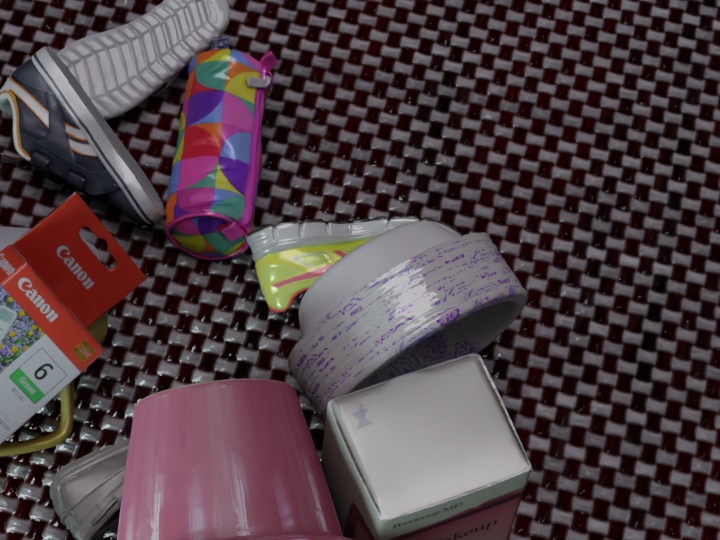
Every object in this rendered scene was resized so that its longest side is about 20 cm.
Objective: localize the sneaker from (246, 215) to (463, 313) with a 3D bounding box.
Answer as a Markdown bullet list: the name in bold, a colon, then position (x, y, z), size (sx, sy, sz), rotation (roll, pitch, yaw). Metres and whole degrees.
- **sneaker**: position (0.000, 0.000, 1.600), size (0.200, 0.078, 0.090), rotation (-4, 83, -11)

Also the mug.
- **mug**: position (-0.297, 0.044, 1.527), size (0.153, 0.187, 0.149), rotation (-6, 28, -18)

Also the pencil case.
- **pencil case**: position (-0.127, -0.111, 1.639), size (0.088, 0.088, 0.200), rotation (6, 62, -1)

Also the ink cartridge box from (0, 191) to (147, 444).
- **ink cartridge box**: position (-0.266, 0.044, 1.433), size (0.200, 0.109, 0.050), rotation (-41, 33, -8)

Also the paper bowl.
- **paper bowl**: position (0.030, 0.036, 1.492), size (0.201, 0.201, 0.104), rotation (-28, 75, -19)

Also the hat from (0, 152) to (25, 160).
- **hat**: position (-0.443, -0.166, 1.671), size (0.176, 0.166, 0.200), rotation (2, 66, -48)

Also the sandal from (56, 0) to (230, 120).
- **sandal**: position (-0.211, -0.196, 1.704), size (0.203, 0.050, 0.082), rotation (-29, 81, -6)

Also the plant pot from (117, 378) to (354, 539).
- **plant pot**: position (-0.103, 0.184, 1.384), size (0.200, 0.200, 0.179), rotation (-5, 74, -7)

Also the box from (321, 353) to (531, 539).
- **box**: position (0.046, 0.172, 1.420), size (0.128, 0.200, 0.109), rotation (-18, 62, -14)

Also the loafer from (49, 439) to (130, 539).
- **loafer**: position (-0.157, 0.161, 1.492), size (0.200, 0.070, 0.070), rotation (-28, 70, -10)

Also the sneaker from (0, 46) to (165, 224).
- **sneaker**: position (-0.256, -0.105, 1.628), size (0.079, 0.078, 0.200), rotation (-38, 71, 1)
